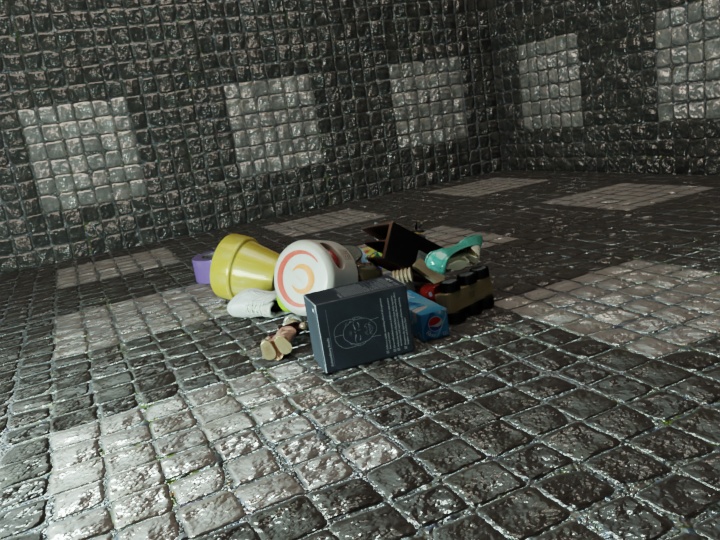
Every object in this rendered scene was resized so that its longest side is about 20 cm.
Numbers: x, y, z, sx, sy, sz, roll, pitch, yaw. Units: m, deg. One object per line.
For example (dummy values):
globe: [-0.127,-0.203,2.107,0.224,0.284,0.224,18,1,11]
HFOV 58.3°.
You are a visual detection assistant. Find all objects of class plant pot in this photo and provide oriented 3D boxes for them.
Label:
plant pot: [-0.316,0.003,1.928,0.189,0.201,0.201,12,20,18]

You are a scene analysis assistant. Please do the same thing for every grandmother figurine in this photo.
grandmother figurine: [-0.173,0.150,1.494,0.121,0.061,0.200,-12,10,13]

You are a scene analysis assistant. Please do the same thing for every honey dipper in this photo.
honey dipper: [0.032,0.031,1.618,0.200,0.038,0.038,-13,12,11]

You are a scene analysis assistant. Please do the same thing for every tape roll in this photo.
tape roll: [-0.501,-0.020,2.333,0.200,0.085,0.200,-9,13,2]

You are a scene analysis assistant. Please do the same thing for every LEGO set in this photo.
LEGO set: [0.109,-0.075,1.982,0.200,0.154,0.116,0,13,-11]

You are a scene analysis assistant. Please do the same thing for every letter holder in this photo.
letter holder: [0.099,-0.043,1.723,0.200,0.101,0.142,24,-16,-36]

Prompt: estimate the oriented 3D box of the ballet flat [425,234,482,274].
ballet flat: [0.244,-0.032,1.551,0.200,0.067,0.070,-20,46,-37]

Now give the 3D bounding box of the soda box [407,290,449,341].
soda box: [0.128,0.101,1.486,0.068,0.064,0.200,-13,13,-17]

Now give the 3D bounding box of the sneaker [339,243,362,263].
sneaker: [-0.093,0.011,1.781,0.202,0.077,0.146,-29,-19,-33]

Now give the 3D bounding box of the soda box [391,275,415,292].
soda box: [0.069,0.071,1.636,0.063,0.068,0.200,-3,14,32]

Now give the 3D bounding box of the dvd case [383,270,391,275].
dvd case: [0.015,0.020,1.905,0.200,0.018,0.143,-10,3,-26]

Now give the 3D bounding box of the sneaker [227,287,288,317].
sneaker: [-0.264,0.093,1.745,0.200,0.078,0.099,-10,17,-1]

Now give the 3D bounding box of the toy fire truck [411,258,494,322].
toy fire truck: [0.199,0.040,1.580,0.176,0.129,0.200,-21,12,-40]

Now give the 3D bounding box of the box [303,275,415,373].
box: [-0.003,0.109,1.354,0.200,0.149,0.107,-12,13,-16]

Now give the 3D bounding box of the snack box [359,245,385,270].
snack box: [0.109,-0.051,2.119,0.200,0.068,0.169,-9,13,-7]

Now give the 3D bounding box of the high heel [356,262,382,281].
high heel: [0.000,0.000,1.722,0.143,0.071,0.200,36,-1,34]

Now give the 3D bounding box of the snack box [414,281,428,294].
snack box: [0.137,0.044,1.796,0.072,0.024,0.200,-19,16,-42]

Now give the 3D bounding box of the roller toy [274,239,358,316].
roller toy: [-0.103,0.017,1.577,0.200,0.183,0.140,7,4,32]
